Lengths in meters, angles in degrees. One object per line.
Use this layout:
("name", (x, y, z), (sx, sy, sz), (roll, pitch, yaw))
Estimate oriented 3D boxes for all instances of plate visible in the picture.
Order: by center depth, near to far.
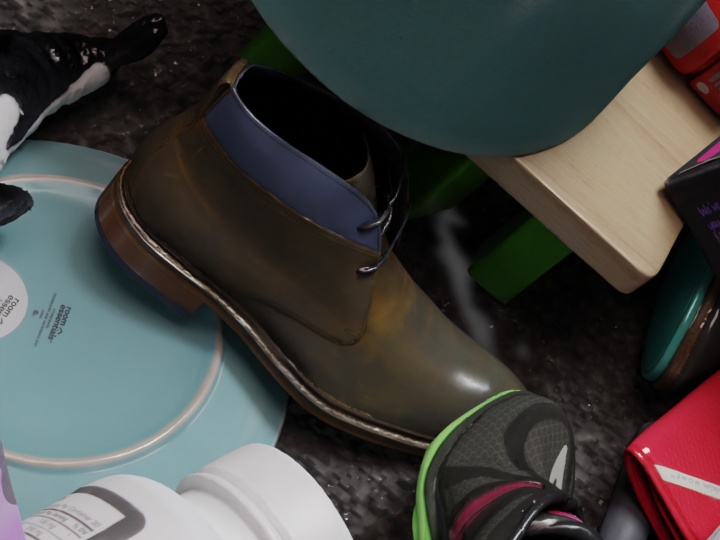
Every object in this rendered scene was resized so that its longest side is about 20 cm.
("plate", (-0.122, 0.023, 0.902), (0.198, 0.026, 0.201), (8, 55, -11))

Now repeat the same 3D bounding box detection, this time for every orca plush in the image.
("orca plush", (-0.161, -0.070, 0.905), (0.199, 0.072, 0.105), (-27, 41, -29))

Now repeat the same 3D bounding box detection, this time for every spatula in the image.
("spatula", (0.090, 0.133, 0.890), (0.056, 0.021, 0.201), (26, 53, 4))

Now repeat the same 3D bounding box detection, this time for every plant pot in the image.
("plant pot", (0.067, -0.168, 0.845), (0.199, 0.161, 0.202), (16, 57, -27))

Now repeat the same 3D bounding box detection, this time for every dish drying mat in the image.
("dish drying mat", (0.191, 0.057, 0.957), (0.199, 0.018, 0.077), (-32, 95, -32))

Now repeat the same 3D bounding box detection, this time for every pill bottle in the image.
("pill bottle", (-0.097, 0.138, 0.776), (0.199, 0.111, 0.111), (-28, 67, -30))

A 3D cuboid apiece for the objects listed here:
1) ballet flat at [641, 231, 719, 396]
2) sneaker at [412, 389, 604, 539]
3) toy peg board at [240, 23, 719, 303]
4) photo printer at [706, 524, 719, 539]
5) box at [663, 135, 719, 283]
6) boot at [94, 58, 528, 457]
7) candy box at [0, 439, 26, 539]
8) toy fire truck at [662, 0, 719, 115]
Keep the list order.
("ballet flat", (0.172, -0.022, 0.995), (0.068, 0.068, 0.201), (23, 53, -9))
("sneaker", (0.059, 0.110, 0.831), (0.077, 0.083, 0.200), (57, 26, -21))
("toy peg board", (0.058, -0.105, 0.974), (0.200, 0.098, 0.200), (41, 50, -9))
("photo printer", (0.200, 0.179, 0.852), (0.199, 0.070, 0.167), (31, 56, 2))
("box", (0.234, 0.010, 0.916), (0.122, 0.106, 0.201), (-36, 100, -34))
("boot", (0.000, 0.000, 0.892), (0.199, 0.097, 0.075), (30, 43, -11))
("candy box", (-0.234, 0.068, 0.751), (0.167, 0.072, 0.199), (-28, 35, -30))
("toy fire truck", (0.164, -0.171, 0.985), (0.141, 0.049, 0.200), (46, 50, -4))
